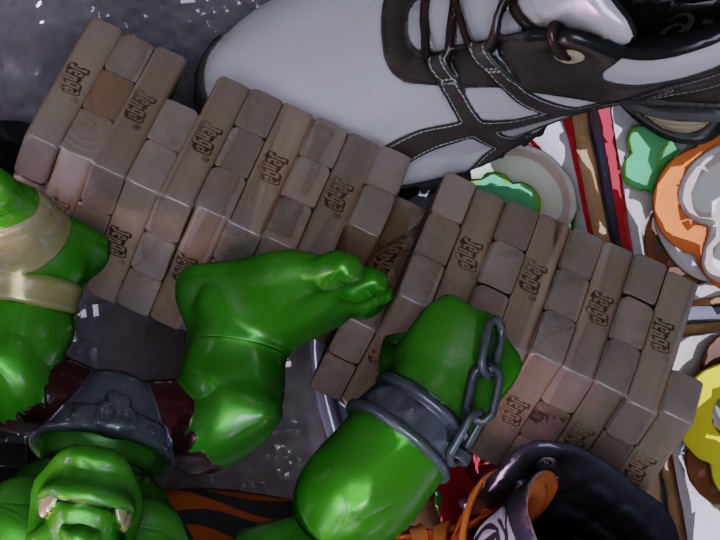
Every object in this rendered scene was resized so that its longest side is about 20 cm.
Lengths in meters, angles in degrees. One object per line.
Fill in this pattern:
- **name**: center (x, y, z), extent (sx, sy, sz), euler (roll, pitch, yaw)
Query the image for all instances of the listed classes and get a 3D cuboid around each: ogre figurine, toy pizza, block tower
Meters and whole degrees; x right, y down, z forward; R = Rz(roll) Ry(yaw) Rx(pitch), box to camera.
- **ogre figurine**: center (-0.065, 0.047, 0.742), extent (0.199, 0.098, 0.120), euler (16, 72, -22)
- **toy pizza**: center (0.083, 0.019, 0.866), extent (0.199, 0.032, 0.201), euler (0, 96, 1)
- **block tower**: center (0.000, 0.000, 0.811), extent (0.199, 0.058, 0.054), euler (25, 139, -2)

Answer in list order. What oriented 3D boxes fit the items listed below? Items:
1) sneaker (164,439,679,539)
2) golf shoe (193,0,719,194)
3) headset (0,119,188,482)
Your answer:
- **sneaker**: center (0.010, 0.082, 0.795), extent (0.199, 0.112, 0.078), euler (7, 60, -15)
- **golf shoe**: center (0.044, -0.075, 0.813), extent (0.199, 0.095, 0.078), euler (-8, 67, 7)
- **headset**: center (-0.140, 0.014, 0.837), extent (0.199, 0.094, 0.124), euler (10, 52, -10)
